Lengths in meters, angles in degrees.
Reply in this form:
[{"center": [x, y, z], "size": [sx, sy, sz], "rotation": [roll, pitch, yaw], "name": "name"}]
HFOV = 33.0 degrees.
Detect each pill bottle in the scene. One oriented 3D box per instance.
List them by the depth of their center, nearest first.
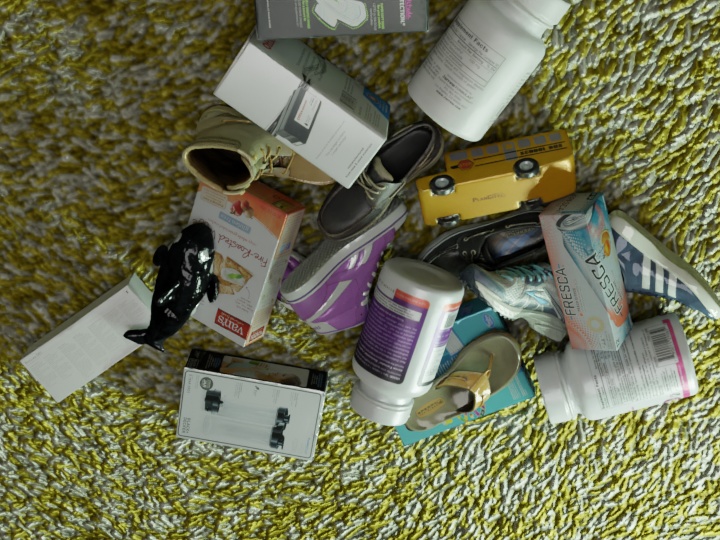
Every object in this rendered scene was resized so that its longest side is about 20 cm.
[{"center": [0.157, -0.266, 1.463], "size": [0.114, 0.114, 0.200], "rotation": [33, 111, -11], "name": "pill bottle"}, {"center": [0.053, 0.094, 1.578], "size": [0.111, 0.112, 0.201], "rotation": [17, 108, -4], "name": "pill bottle"}, {"center": [0.339, 0.135, 1.626], "size": [0.199, 0.114, 0.114], "rotation": [-15, 112, 10], "name": "pill bottle"}]

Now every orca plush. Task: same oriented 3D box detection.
[{"center": [-0.257, 0.028, 1.578], "size": [0.105, 0.071, 0.200], "rotation": [49, 119, 8], "name": "orca plush"}]

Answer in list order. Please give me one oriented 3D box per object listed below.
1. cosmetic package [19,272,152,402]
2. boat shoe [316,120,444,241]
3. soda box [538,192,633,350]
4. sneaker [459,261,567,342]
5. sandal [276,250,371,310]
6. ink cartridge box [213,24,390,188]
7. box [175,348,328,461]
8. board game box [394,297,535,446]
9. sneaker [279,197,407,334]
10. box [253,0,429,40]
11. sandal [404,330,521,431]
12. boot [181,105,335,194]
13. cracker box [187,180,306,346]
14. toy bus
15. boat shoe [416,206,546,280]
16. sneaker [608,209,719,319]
[{"center": [-0.366, 0.093, 1.682], "size": [0.199, 0.051, 0.083], "rotation": [-33, 110, 15], "name": "cosmetic package"}, {"center": [0.020, -0.120, 1.525], "size": [0.200, 0.073, 0.074], "rotation": [-45, 78, -3], "name": "boat shoe"}, {"center": [0.290, 0.003, 1.553], "size": [0.068, 0.064, 0.201], "rotation": [0, 119, 36], "name": "soda box"}, {"center": [0.212, 0.019, 1.589], "size": [0.199, 0.078, 0.087], "rotation": [24, 103, -39], "name": "sneaker"}, {"center": [-0.080, 0.023, 1.635], "size": [0.202, 0.050, 0.083], "rotation": [29, 112, -7], "name": "sandal"}, {"center": [-0.067, -0.209, 1.484], "size": [0.199, 0.145, 0.084], "rotation": [35, 111, -11], "name": "ink cartridge box"}, {"center": [-0.151, 0.189, 1.706], "size": [0.199, 0.060, 0.117], "rotation": [9, 113, 0], "name": "box"}, {"center": [0.120, 0.137, 1.676], "size": [0.199, 0.047, 0.152], "rotation": [-22, 110, 12], "name": "board game box"}, {"center": [0.000, 0.000, 1.600], "size": [0.200, 0.073, 0.114], "rotation": [-41, 116, -2], "name": "sneaker"}, {"center": [-0.019, -0.347, 1.420], "size": [0.198, 0.149, 0.125], "rotation": [-1, 112, 4], "name": "box"}, {"center": [0.135, 0.159, 1.628], "size": [0.200, 0.054, 0.080], "rotation": [-37, 106, 17], "name": "sandal"}, {"center": [-0.117, -0.136, 1.512], "size": [0.199, 0.156, 0.073], "rotation": [21, 113, -6], "name": "boot"}, {"center": [-0.166, -0.020, 1.593], "size": [0.133, 0.058, 0.201], "rotation": [27, 115, 18], "name": "cracker box"}, {"center": [0.170, -0.117, 1.534], "size": [0.199, 0.079, 0.065], "rotation": [-11, 135, 4], "name": "toy bus"}, {"center": [0.163, -0.028, 1.596], "size": [0.199, 0.057, 0.069], "rotation": [-23, 110, 12], "name": "boat shoe"}, {"center": [0.382, 0.011, 1.595], "size": [0.200, 0.075, 0.085], "rotation": [39, 109, -2], "name": "sneaker"}]
